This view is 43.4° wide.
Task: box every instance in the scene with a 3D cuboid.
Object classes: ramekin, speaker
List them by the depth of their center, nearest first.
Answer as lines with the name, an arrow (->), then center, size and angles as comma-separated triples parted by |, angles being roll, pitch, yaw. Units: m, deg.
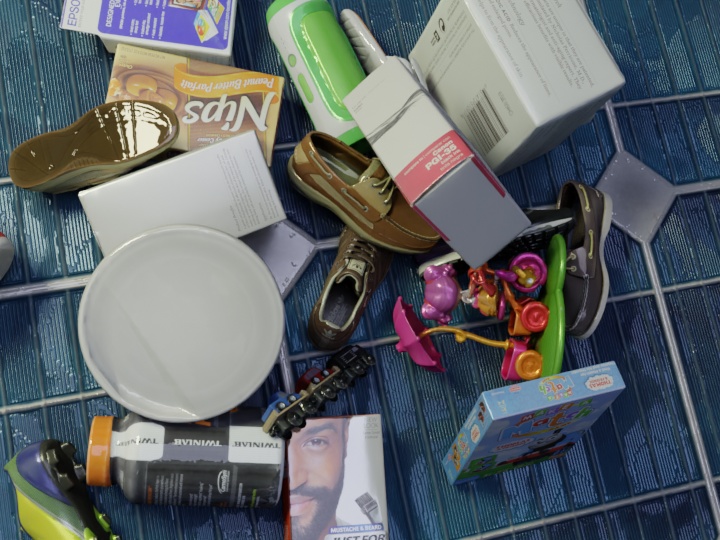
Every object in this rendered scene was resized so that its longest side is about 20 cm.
ramekin -> -0.181, 0.046, 0.928 | 0.201, 0.094, 0.204 | -2, 101, -10
speaker -> -0.041, -0.237, 1.099 | 0.088, 0.088, 0.201 | -23, 82, -16

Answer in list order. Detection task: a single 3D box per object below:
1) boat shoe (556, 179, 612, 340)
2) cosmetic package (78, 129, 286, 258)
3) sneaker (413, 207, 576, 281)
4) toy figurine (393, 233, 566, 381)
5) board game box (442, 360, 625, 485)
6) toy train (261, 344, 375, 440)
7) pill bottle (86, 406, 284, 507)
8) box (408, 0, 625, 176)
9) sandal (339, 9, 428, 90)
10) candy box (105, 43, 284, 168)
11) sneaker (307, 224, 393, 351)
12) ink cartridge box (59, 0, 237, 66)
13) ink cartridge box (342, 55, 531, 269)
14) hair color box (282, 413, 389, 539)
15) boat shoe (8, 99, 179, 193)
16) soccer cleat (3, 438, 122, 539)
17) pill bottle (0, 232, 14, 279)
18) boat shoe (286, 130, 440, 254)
boat shoe -> 0.265, -0.016, 1.113 | 0.059, 0.072, 0.201 | 22, 68, -27
cosmetic package -> -0.191, -0.073, 0.996 | 0.199, 0.085, 0.108 | -20, 100, -4
sneaker -> 0.156, -0.058, 1.085 | 0.199, 0.076, 0.088 | -16, 72, 3
toy figurine -> 0.130, 0.049, 1.039 | 0.183, 0.150, 0.202 | 6, 97, -1
board game box -> 0.182, 0.171, 0.989 | 0.150, 0.200, 0.037 | -11, 60, -14
toy train -> -0.046, 0.126, 0.984 | 0.046, 0.034, 0.200 | 41, 32, 11
pill bottle -> -0.183, 0.193, 0.953 | 0.198, 0.106, 0.107 | 4, 76, -11
box -> 0.179, -0.242, 1.087 | 0.130, 0.199, 0.201 | -26, 83, -17
sandal -> 0.045, -0.245, 1.122 | 0.059, 0.079, 0.208 | -28, 82, -14
candy box -> -0.196, -0.185, 1.067 | 0.198, 0.055, 0.116 | 10, 75, -10
sneaker -> 0.000, 0.000, 1.054 | 0.070, 0.076, 0.201 | 23, 72, -6
ink cartridge box -> -0.246, -0.349, 1.094 | 0.198, 0.043, 0.200 | 7, 69, -11
ink cartridge box -> 0.079, -0.119, 0.978 | 0.083, 0.146, 0.201 | -39, 47, 12
hair color box -> -0.029, 0.263, 0.993 | 0.110, 0.064, 0.202 | -1, 76, -12
boat shoe -> -0.284, -0.131, 0.996 | 0.199, 0.065, 0.073 | -18, 77, 11
soccer cleat -> -0.307, 0.274, 0.941 | 0.083, 0.065, 0.201 | -24, 87, 13
pill bottle -> -0.474, -0.049, 0.943 | 0.200, 0.114, 0.114 | 40, 72, -1
boat shoe -> 0.008, -0.091, 1.038 | 0.199, 0.074, 0.076 | 29, 50, 0
